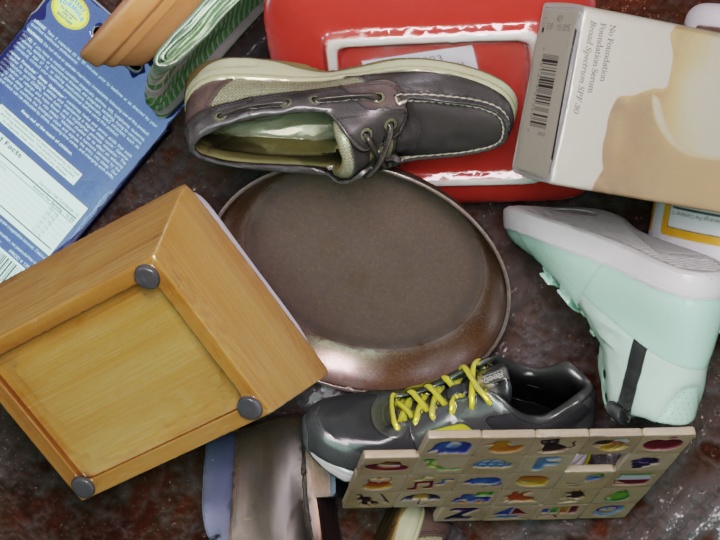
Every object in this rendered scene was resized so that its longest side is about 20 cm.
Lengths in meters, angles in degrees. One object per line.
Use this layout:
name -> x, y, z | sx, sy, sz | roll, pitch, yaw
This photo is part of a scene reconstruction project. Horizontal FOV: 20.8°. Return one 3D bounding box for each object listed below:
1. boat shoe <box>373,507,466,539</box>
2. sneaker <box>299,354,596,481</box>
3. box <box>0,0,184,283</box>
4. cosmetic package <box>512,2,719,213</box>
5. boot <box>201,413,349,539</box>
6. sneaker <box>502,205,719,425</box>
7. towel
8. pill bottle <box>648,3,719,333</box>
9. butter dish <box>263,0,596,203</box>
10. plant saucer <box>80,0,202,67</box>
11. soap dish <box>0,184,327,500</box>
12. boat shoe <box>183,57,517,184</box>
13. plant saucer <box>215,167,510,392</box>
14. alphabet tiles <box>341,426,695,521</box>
boat shoe -> 0.024, 0.246, 1.280 | 0.064, 0.073, 0.201 | 20, 65, -5
sneaker -> 0.060, 0.088, 1.270 | 0.199, 0.075, 0.085 | -1, 135, -14
box -> -0.214, -0.083, 1.319 | 0.121, 0.032, 0.200 | 41, 98, -1
cosmetic package -> 0.198, -0.087, 1.135 | 0.199, 0.071, 0.106 | 7, 97, -15
boot -> -0.059, 0.194, 1.310 | 0.096, 0.075, 0.201 | 0, 75, 14
sneaker -> 0.146, 0.029, 1.235 | 0.073, 0.200, 0.119 | -2, 108, -30
towel -> -0.075, -0.161, 1.201 | 0.023, 0.200, 0.153 | 43, 81, -4
pill bottle -> 0.244, -0.063, 1.245 | 0.108, 0.109, 0.201 | 9, 97, 4
butter dish -> 0.049, -0.150, 1.243 | 0.198, 0.149, 0.200 | -1, 140, 5
plant saucer -> -0.096, -0.197, 1.217 | 0.037, 0.200, 0.200 | 41, 98, -10
soap dish -> -0.146, 0.053, 1.261 | 0.199, 0.081, 0.158 | -26, 111, 28
boat shoe -> -0.007, -0.082, 1.161 | 0.199, 0.066, 0.072 | 3, 139, 1
plant saucer -> 0.000, 0.000, 1.267 | 0.199, 0.032, 0.201 | 7, 132, 8
alphabet tiles -> 0.092, 0.130, 1.238 | 0.198, 0.167, 0.008 | 0, 66, -9
